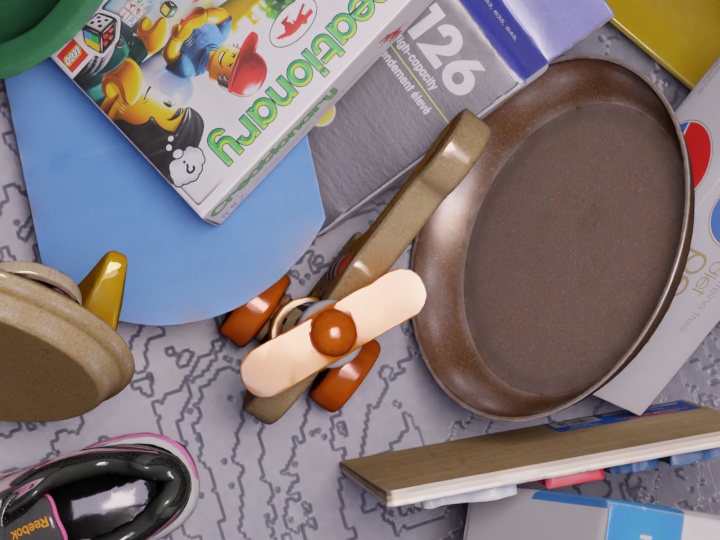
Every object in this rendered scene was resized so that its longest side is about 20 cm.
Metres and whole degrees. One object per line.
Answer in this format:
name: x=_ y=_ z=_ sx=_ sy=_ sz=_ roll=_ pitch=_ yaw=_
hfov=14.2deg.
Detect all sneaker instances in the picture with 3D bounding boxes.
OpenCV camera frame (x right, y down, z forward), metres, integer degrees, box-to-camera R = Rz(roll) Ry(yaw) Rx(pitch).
sneaker: x=-0.179 y=0.134 z=1.513 sx=0.199 sy=0.086 sz=0.081 roll=-26 pitch=89 yaw=-8

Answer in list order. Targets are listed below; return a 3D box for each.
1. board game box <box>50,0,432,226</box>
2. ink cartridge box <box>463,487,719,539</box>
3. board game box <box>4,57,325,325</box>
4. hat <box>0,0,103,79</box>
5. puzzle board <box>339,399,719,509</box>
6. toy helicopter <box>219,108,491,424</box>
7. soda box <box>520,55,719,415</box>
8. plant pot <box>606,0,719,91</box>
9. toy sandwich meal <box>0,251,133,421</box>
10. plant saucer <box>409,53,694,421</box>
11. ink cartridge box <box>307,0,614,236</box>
board game box: x=-0.050 y=-0.139 z=1.492 sx=0.200 sy=0.035 sz=0.126 roll=-46 pitch=76 yaw=7
ink cartridge box: x=0.170 y=0.168 z=1.505 sx=0.199 sy=0.146 sz=0.085 roll=12 pitch=83 yaw=-25
board game box: x=-0.101 y=-0.069 z=1.540 sx=0.157 sy=0.039 sz=0.201 roll=-15 pitch=82 yaw=13
hat: x=-0.138 y=-0.195 z=1.548 sx=0.200 sy=0.176 sz=0.166 roll=-42 pitch=72 yaw=26
puzzle board: x=0.098 y=0.098 z=1.524 sx=0.199 sy=0.151 sz=0.018 roll=-9 pitch=93 yaw=-9
toy helicopter: x=0.000 y=0.000 z=1.498 sx=0.079 sy=0.132 sz=0.200 roll=36 pitch=109 yaw=-4
soda box: x=0.174 y=-0.023 z=1.534 sx=0.068 sy=0.064 sz=0.200 roll=23 pitch=113 yaw=-35
plant pot: x=0.199 y=-0.243 z=1.546 sx=0.200 sy=0.200 sz=0.177 roll=39 pitch=67 yaw=-4
toy sandwich meal: x=-0.202 y=0.015 z=1.459 sx=0.204 sy=0.205 sz=0.071 roll=15 pitch=67 yaw=-7
plant saucer: x=0.106 y=-0.015 z=1.529 sx=0.032 sy=0.200 sz=0.201 roll=20 pitch=83 yaw=-39
ink cartridge box: x=-0.002 y=-0.154 z=1.543 sx=0.200 sy=0.047 sz=0.198 roll=-37 pitch=91 yaw=18
